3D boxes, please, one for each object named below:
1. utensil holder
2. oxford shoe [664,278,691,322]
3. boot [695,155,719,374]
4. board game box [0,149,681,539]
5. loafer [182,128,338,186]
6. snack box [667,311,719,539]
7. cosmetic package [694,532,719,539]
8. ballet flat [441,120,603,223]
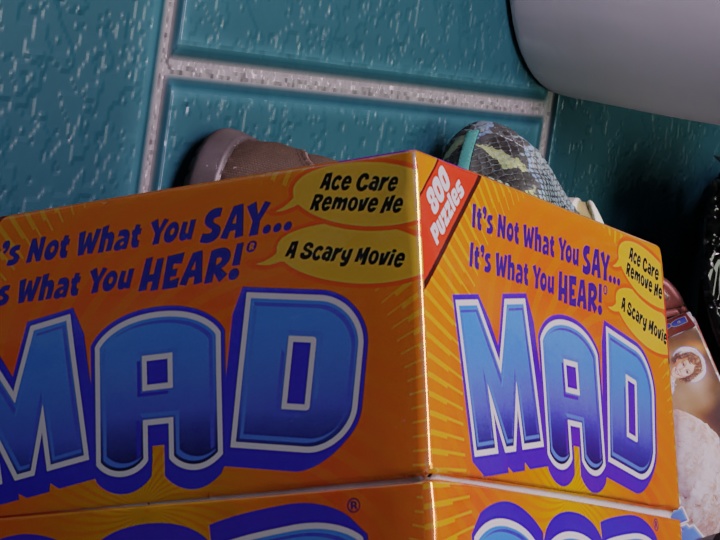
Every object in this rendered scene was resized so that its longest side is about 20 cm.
[{"bbox_3d":[0.193,-0.148,1.185,0.170,0.199,0.171,-29,125,-53],"label":"utensil holder"},{"bbox_3d":[0.158,0.085,1.362,0.074,0.071,0.201,-88,170,-66],"label":"oxford shoe"},{"bbox_3d":[0.215,0.033,1.358,0.162,0.073,0.199,-34,124,-82],"label":"boot"},{"bbox_3d":[-0.018,0.086,0.859,0.200,0.199,0.201,16,69,-60],"label":"board game box"},{"bbox_3d":[0.000,0.000,1.035,0.200,0.071,0.073,24,79,-60],"label":"loafer"},{"bbox_3d":[0.179,0.121,1.323,0.024,0.072,0.200,-100,165,-68],"label":"snack box"},{"bbox_3d":[0.164,0.200,1.255,0.090,0.200,0.107,44,54,-16],"label":"cosmetic package"},{"bbox_3d":[0.090,-0.014,1.195,0.200,0.074,0.074,44,62,-59],"label":"ballet flat"}]
